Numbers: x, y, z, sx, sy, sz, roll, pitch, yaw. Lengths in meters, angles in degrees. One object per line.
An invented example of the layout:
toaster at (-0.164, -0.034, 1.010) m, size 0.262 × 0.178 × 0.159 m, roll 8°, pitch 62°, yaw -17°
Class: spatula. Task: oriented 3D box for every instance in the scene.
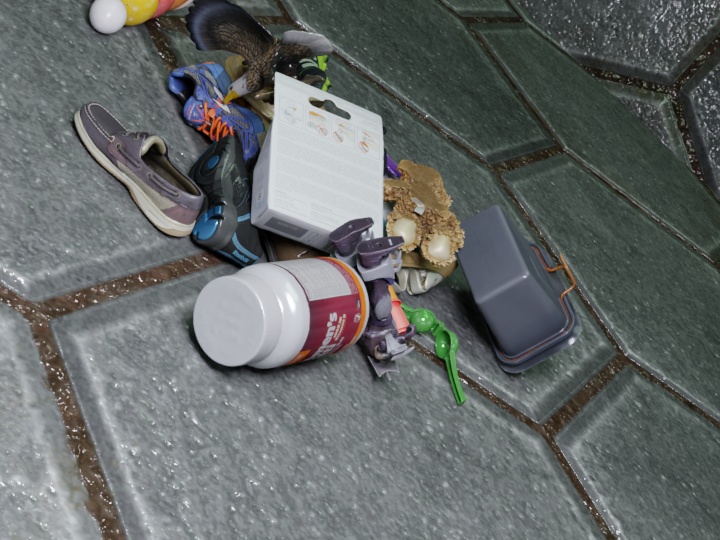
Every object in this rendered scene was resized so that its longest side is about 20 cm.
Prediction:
spatula at (0.011, -0.132, 1.872) m, size 0.057 × 0.021 × 0.200 m, roll 45°, pitch 31°, yaw 10°

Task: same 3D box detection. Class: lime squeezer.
lime squeezer at (0.080, 0.084, 1.729) m, size 0.070 × 0.038 × 0.200 m, roll -31°, pitch 72°, yaw -33°

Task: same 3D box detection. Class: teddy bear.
teddy bear at (0.075, -0.069, 1.808) m, size 0.144 × 0.067 × 0.201 m, roll 9°, pitch 34°, yaw -23°

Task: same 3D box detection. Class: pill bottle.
pill bottle at (-0.082, 0.045, 1.441) m, size 0.110 × 0.110 × 0.200 m, roll 49°, pitch 25°, yaw 18°

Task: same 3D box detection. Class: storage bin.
storage bin at (0.205, 0.010, 1.841) m, size 0.134 × 0.145 × 0.201 m, roll 52°, pitch 14°, yaw -41°

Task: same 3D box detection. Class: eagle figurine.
eagle figurine at (-0.125, -0.271, 1.724) m, size 0.150 × 0.152 × 0.201 m, roll -17°, pitch 49°, yaw -11°

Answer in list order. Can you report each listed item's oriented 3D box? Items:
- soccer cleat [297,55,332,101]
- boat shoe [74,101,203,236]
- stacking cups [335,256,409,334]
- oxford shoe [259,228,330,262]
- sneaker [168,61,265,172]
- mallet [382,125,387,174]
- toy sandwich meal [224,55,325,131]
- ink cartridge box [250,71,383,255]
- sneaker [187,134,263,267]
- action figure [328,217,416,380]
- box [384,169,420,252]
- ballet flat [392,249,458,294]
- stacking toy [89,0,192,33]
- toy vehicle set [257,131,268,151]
soccer cleat at (-0.084, -0.263, 1.874) m, size 0.081 × 0.068 × 0.200 m, roll 16°, pitch 25°, yaw -12°
boat shoe at (-0.246, -0.127, 1.541) m, size 0.200 × 0.065 × 0.072 m, roll 49°, pitch 26°, yaw 19°
stacking cups at (0.000, 0.000, 1.691) m, size 0.060 × 0.060 × 0.201 m, roll 7°, pitch 52°, yaw -52°
oxford shoe at (-0.066, -0.030, 1.628) m, size 0.072 × 0.084 × 0.200 m, roll 6°, pitch 43°, yaw -55°
sneaker at (-0.190, -0.196, 1.758) m, size 0.078 × 0.076 × 0.200 m, roll -2°, pitch 41°, yaw -39°
mallet at (0.024, -0.170, 1.875) m, size 0.065 × 0.041 × 0.200 m, roll 7°, pitch 20°, yaw 14°
toy sandwich meal at (-0.122, -0.218, 1.892) m, size 0.205 × 0.070 × 0.205 m, roll 34°, pitch 21°, yaw -15°
ink cartridge box at (-0.049, -0.121, 1.621) m, size 0.159 × 0.047 × 0.201 m, roll 19°, pitch 53°, yaw -28°
sneaker at (-0.157, -0.081, 1.610) m, size 0.082 × 0.073 × 0.201 m, roll 39°, pitch 30°, yaw -32°
action figure at (0.022, 0.039, 1.568) m, size 0.130 × 0.069 × 0.201 m, roll -127°, pitch -160°, yaw -47°
box at (0.023, -0.094, 1.911) m, size 0.082 × 0.049 × 0.201 m, roll 20°, pitch 32°, yaw -39°
ballet flat at (0.058, 0.002, 1.808) m, size 0.199 × 0.068 × 0.064 m, roll 12°, pitch 65°, yaw -44°
stacking toy at (-0.307, -0.381, 1.842) m, size 0.146 × 0.146 × 0.201 m, roll 36°, pitch 40°, yaw -12°
toy vehicle set at (-0.065, -0.127, 1.782) m, size 0.200 × 0.026 × 0.125 m, roll -22°, pitch 101°, yaw -63°
